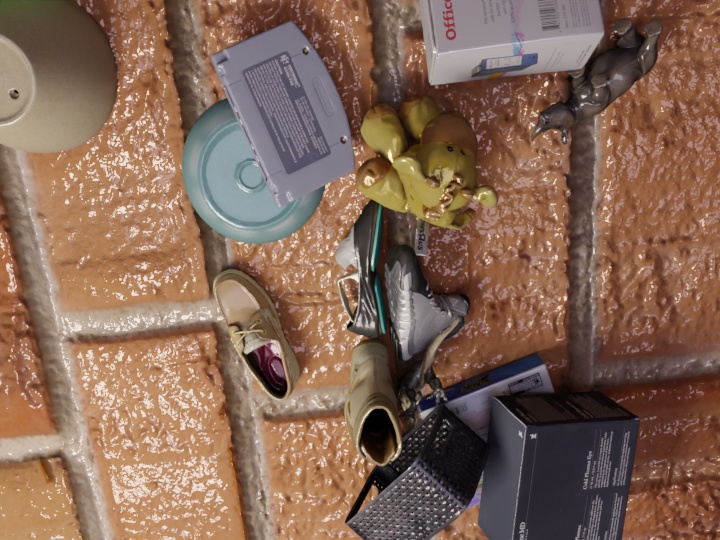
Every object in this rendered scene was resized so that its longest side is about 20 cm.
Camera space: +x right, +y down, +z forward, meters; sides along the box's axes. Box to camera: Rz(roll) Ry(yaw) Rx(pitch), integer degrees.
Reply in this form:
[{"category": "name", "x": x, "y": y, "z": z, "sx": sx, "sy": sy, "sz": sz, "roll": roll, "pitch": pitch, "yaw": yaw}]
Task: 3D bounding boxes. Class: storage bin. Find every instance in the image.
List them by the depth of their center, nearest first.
[{"category": "storage bin", "x": 0.080, "y": 0.303, "z": 1.002, "sx": 0.093, "sy": 0.135, "sz": 0.201, "roll": 40, "pitch": 126, "yaw": 1}]

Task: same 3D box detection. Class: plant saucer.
[{"category": "plant saucer", "x": -0.143, "y": -0.129, "z": 0.946, "sx": 0.195, "sy": 0.036, "sz": 0.205, "roll": 0, "pitch": 107, "yaw": -2}]

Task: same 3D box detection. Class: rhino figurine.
[{"category": "rhino figurine", "x": 0.297, "y": -0.232, "z": 0.906, "sx": 0.199, "sy": 0.087, "sz": 0.060, "roll": -42, "pitch": 65, "yaw": 12}]

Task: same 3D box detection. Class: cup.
[{"category": "cup", "x": -0.411, "y": -0.233, "z": 0.848, "sx": 0.195, "sy": 0.144, "sz": 0.205, "roll": 0, "pitch": 108, "yaw": -1}]

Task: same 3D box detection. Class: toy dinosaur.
[{"category": "toy dinosaur", "x": 0.087, "y": 0.155, "z": 0.986, "sx": 0.046, "sy": 0.089, "sz": 0.202, "roll": 17, "pitch": 133, "yaw": -13}]

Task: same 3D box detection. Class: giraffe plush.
[{"category": "giraffe plush", "x": 0.087, "y": -0.124, "z": 0.863, "sx": 0.168, "sy": 0.162, "sz": 0.205, "roll": -11, "pitch": 90, "yaw": -9}]

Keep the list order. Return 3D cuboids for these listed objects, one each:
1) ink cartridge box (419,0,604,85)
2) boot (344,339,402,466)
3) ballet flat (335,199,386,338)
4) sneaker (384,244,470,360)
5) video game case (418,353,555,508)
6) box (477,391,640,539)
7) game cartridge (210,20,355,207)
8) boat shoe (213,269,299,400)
[{"category": "ink cartridge box", "x": 0.171, "y": -0.315, "z": 0.845, "sx": 0.195, "sy": 0.088, "sz": 0.149, "roll": -7, "pitch": 80, "yaw": -1}, {"category": "boot", "x": 0.019, "y": 0.222, "z": 0.993, "sx": 0.071, "sy": 0.156, "sz": 0.204, "roll": 1, "pitch": 119, "yaw": -6}, {"category": "ballet flat", "x": 0.000, "y": 0.000, "z": 0.978, "sx": 0.067, "sy": 0.068, "sz": 0.205, "roll": 0, "pitch": 108, "yaw": 7}, {"category": "sneaker", "x": 0.096, "y": 0.034, "z": 0.975, "sx": 0.113, "sy": 0.076, "sz": 0.203, "roll": -13, "pitch": 136, "yaw": -9}, {"category": "video game case", "x": 0.208, "y": 0.245, "z": 1.072, "sx": 0.196, "sy": 0.046, "sz": 0.185, "roll": -21, "pitch": 106, "yaw": 5}, {"category": "box", "x": 0.273, "y": 0.284, "z": 0.995, "sx": 0.178, "sy": 0.104, "sz": 0.205, "roll": 1, "pitch": 102, "yaw": -18}, {"category": "game cartridge", "x": -0.088, "y": -0.200, "z": 0.898, "sx": 0.131, "sy": 0.041, "sz": 0.204, "roll": -26, "pitch": 100, "yaw": -11}, {"category": "boat shoe", "x": -0.144, "y": 0.093, "z": 1.000, "sx": 0.073, "sy": 0.067, "sz": 0.202, "roll": -29, "pitch": 106, "yaw": 7}]
